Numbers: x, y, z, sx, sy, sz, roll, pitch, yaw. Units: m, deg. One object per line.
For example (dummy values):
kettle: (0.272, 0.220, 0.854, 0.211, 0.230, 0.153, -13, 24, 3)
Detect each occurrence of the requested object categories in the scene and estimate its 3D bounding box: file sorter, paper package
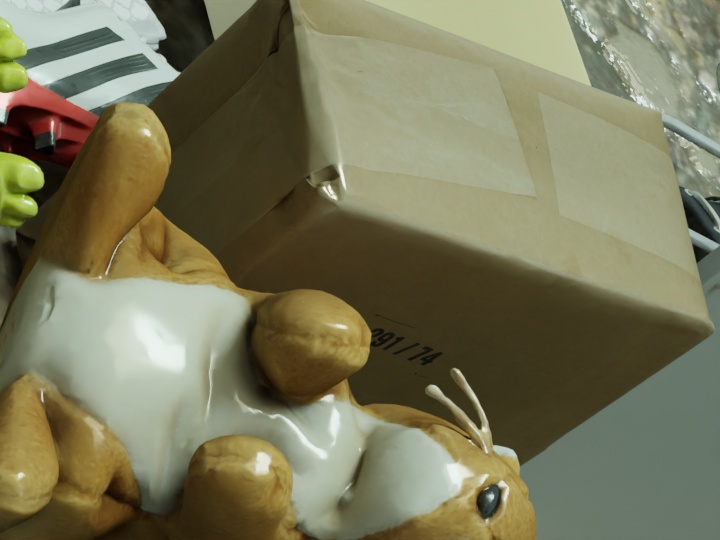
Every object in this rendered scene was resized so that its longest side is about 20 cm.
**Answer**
file sorter: (0.141, 0.023, 1.147, 0.139, 0.200, 0.125, 26, 40, -31)
paper package: (0.000, 0.000, 1.019, 0.200, 0.191, 0.104, 16, 50, -37)

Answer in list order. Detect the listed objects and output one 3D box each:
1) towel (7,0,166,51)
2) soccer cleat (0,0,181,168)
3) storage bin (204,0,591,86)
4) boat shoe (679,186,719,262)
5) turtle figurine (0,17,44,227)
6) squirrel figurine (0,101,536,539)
towel: (-0.185, -0.168, 1.105, 0.200, 0.032, 0.191, 0, 59, -49)
soccer cleat: (-0.095, -0.066, 1.069, 0.200, 0.069, 0.085, 18, 56, -41)
storage bin: (-0.004, -0.130, 1.216, 0.198, 0.094, 0.200, 12, 50, -40)
boat shoe: (0.177, 0.038, 1.282, 0.060, 0.074, 0.200, 25, 40, -31)
turtle figurine: (-0.167, -0.017, 0.894, 0.161, 0.064, 0.201, -43, 122, -58)
squirrel figurine: (-0.040, 0.070, 0.901, 0.186, 0.200, 0.142, 22, 60, -12)
